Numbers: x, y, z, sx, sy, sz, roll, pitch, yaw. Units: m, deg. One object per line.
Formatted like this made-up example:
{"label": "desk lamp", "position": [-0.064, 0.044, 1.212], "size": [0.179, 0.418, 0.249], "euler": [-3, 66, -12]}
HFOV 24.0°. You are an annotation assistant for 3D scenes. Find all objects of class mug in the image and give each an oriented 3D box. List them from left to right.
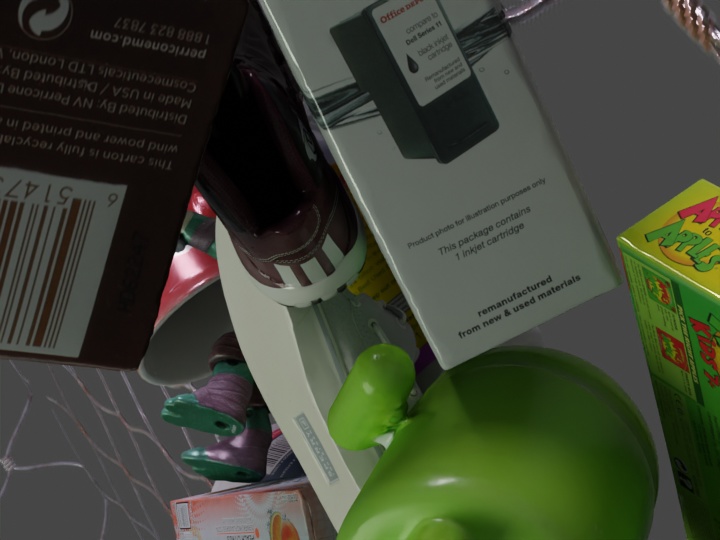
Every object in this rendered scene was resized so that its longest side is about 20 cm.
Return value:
{"label": "mug", "position": [-0.131, -0.051, 1.190], "size": [0.200, 0.178, 0.133], "euler": [53, -161, 25]}

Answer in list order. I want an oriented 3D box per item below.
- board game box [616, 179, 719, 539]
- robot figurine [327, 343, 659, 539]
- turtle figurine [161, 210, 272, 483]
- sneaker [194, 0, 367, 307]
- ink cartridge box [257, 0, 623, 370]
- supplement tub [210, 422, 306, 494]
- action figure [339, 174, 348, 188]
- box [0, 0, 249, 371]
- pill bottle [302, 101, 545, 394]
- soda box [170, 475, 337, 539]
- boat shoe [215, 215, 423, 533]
{"label": "board game box", "position": [0.168, 0.071, 0.672], "size": [0.102, 0.048, 0.201], "euler": [35, 152, 49]}
{"label": "robot figurine", "position": [0.059, 0.106, 0.700], "size": [0.175, 0.200, 0.116], "euler": [32, 120, 5]}
{"label": "turtle figurine", "position": [-0.061, 0.015, 0.996], "size": [0.100, 0.201, 0.150], "euler": [-5, 144, 27]}
{"label": "sneaker", "position": [-0.062, -0.086, 0.730], "size": [0.200, 0.076, 0.116], "euler": [57, 178, 18]}
{"label": "ink cartridge box", "position": [0.017, -0.082, 0.691], "size": [0.147, 0.083, 0.201], "euler": [-112, -4, -72]}
{"label": "supplement tub", "position": [0.009, 0.174, 1.065], "size": [0.200, 0.140, 0.141], "euler": [6, 128, 49]}
{"label": "action figure", "position": [-0.032, -0.095, 0.847], "size": [0.200, 0.099, 0.065], "euler": [35, 153, 44]}
{"label": "box", "position": [-0.168, -0.082, 0.682], "size": [0.200, 0.165, 0.165], "euler": [50, 127, 54]}
{"label": "pill bottle", "position": [0.000, 0.000, 0.903], "size": [0.200, 0.104, 0.104], "euler": [50, 161, 22]}
{"label": "soda box", "position": [-0.038, 0.146, 0.921], "size": [0.200, 0.068, 0.064], "euler": [-19, 82, 64]}
{"label": "boat shoe", "position": [-0.002, 0.050, 0.801], "size": [0.201, 0.068, 0.072], "euler": [61, 152, 7]}
